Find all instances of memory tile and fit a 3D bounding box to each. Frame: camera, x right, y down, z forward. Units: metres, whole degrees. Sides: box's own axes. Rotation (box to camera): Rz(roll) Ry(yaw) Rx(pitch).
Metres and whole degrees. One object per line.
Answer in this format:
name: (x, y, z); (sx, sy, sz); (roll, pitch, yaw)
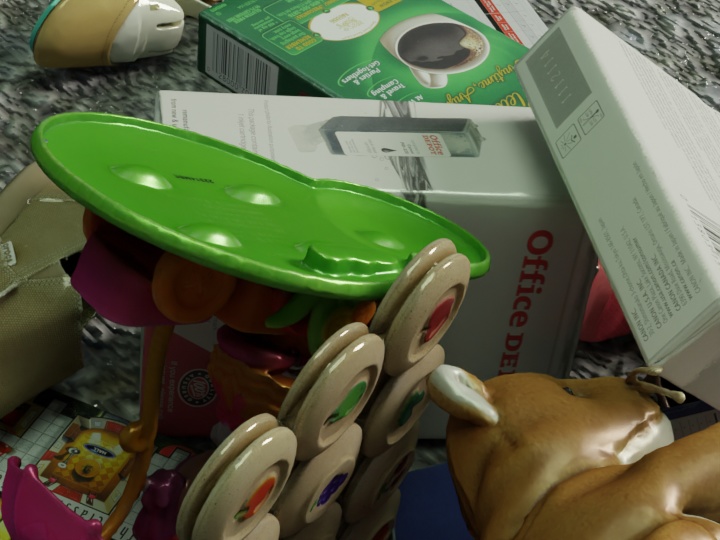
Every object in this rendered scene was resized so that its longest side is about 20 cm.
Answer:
memory tile: (-0.019, 0.091, 0.629); (0.017, 0.201, 0.153); (34, 52, 18)

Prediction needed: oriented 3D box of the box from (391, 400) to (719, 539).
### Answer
box: (0.115, 0.119, 0.710); (0.198, 0.032, 0.122); (-14, 52, 8)

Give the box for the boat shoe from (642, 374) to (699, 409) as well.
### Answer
boat shoe: (0.188, 0.114, 0.751); (0.074, 0.075, 0.202); (-24, 50, -34)

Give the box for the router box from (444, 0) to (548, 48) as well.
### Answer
router box: (0.034, -0.108, 1.008); (0.178, 0.049, 0.201); (-7, 42, -19)

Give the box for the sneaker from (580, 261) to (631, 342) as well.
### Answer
sneaker: (0.192, -0.002, 0.894); (0.199, 0.074, 0.087); (-21, 49, -32)

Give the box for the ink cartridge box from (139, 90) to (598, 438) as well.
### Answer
ink cartridge box: (0.000, 0.000, 0.795); (0.198, 0.146, 0.085); (3, 37, -8)

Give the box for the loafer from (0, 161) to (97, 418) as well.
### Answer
loafer: (-0.156, 0.025, 0.749); (0.067, 0.076, 0.201); (17, 47, 10)

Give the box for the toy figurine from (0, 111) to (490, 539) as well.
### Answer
toy figurine: (-0.060, 0.056, 0.670); (0.199, 0.185, 0.150); (6, 22, -42)

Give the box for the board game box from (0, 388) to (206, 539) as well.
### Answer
board game box: (-0.128, 0.102, 0.745); (0.199, 0.024, 0.105); (20, 43, 12)

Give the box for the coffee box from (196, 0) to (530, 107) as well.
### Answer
coffee box: (0.021, -0.100, 0.922); (0.199, 0.044, 0.123); (33, 45, 26)

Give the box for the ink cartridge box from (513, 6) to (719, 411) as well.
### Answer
ink cartridge box: (0.163, -0.006, 0.729); (0.176, 0.045, 0.201); (28, 29, -32)

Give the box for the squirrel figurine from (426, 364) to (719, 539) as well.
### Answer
squirrel figurine: (0.064, 0.115, 0.582); (0.199, 0.142, 0.187); (-31, 42, -8)

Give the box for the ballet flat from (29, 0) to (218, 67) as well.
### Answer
ballet flat: (-0.118, -0.168, 1.040); (0.063, 0.069, 0.200); (35, 45, 8)
